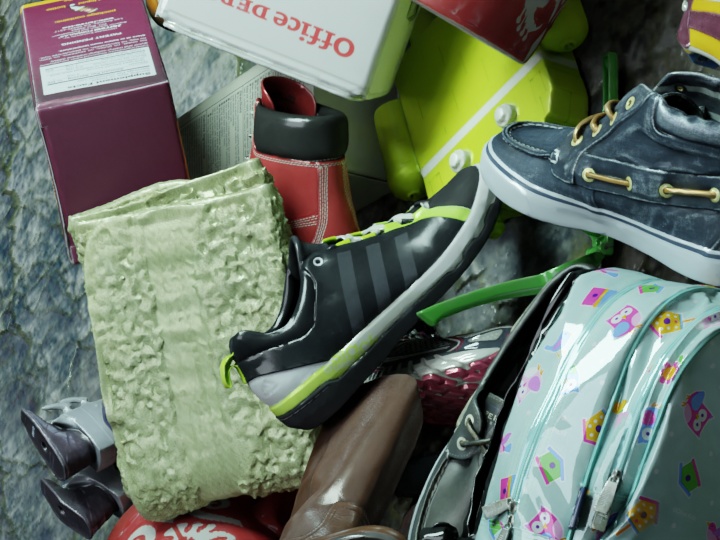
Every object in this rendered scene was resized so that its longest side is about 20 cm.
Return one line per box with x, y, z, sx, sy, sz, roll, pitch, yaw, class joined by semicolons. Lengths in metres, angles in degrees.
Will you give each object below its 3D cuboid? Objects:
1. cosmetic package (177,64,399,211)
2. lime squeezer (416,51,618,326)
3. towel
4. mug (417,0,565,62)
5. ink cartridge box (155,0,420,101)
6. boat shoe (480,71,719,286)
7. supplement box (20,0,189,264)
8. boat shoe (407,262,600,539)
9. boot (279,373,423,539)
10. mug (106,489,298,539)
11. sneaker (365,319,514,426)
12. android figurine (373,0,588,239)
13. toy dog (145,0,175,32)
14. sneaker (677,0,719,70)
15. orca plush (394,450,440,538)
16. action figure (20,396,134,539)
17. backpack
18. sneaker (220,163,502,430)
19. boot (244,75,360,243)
-0.061;-0.075;1.516;0.200;0.073;0.104;-26;59;47;cosmetic package
0.114;-0.029;1.274;0.200;0.071;0.038;-54;-7;-19;lime squeezer
-0.093;0.043;1.348;0.148;0.036;0.200;-14;88;23;towel
0.090;-0.230;1.238;0.133;0.177;0.200;32;97;13;mug
-0.021;-0.221;1.372;0.145;0.085;0.200;23;102;10;ink cartridge box
0.142;-0.067;1.177;0.200;0.071;0.091;25;126;43;boat shoe
-0.166;-0.100;1.460;0.200;0.085;0.111;-114;13;-63;supplement box
0.081;0.083;1.213;0.069;0.057;0.200;26;79;33;boat shoe
0.004;0.116;1.200;0.186;0.064;0.200;-38;16;47;boot
-0.076;0.196;1.340;0.200;0.133;0.178;-134;58;-72;mug
0.032;0.052;1.342;0.200;0.081;0.075;-11;65;53;sneaker
0.075;-0.112;1.371;0.182;0.041;0.200;-43;45;38;android figurine
-0.078;-0.250;1.503;0.139;0.194;0.200;-3;76;40;toy dog
0.198;-0.157;1.185;0.090;0.075;0.200;-38;49;34;sneaker
0.066;0.163;1.295;0.105;0.071;0.200;15;99;10;orca plush
-0.116;0.089;1.452;0.069;0.200;0.130;40;145;37;action figure
0.138;0.101;1.133;0.126;0.167;0.200;17;85;39;backpack
0.000;0.000;1.275;0.200;0.083;0.072;-49;7;-15;sneaker
-0.065;-0.048;1.414;0.200;0.072;0.145;0;100;55;boot
